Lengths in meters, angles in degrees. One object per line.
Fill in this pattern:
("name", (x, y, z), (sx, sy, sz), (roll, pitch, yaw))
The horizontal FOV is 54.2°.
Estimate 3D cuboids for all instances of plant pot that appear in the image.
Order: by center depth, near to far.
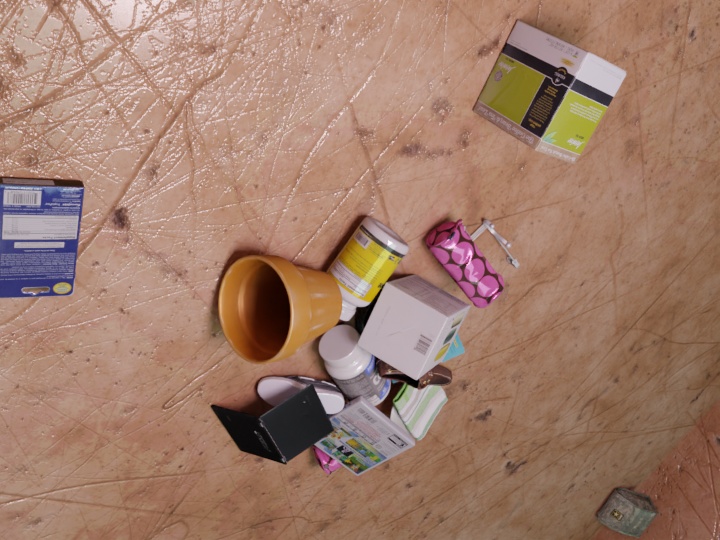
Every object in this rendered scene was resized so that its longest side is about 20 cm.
("plant pot", (-0.139, 0.066, 1.351), (0.183, 0.200, 0.200), (-6, 126, -51))

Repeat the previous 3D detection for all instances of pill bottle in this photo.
("pill bottle", (0.000, 0.000, 1.436), (0.112, 0.112, 0.200), (25, 106, -43))
("pill bottle", (-0.014, 0.216, 1.588), (0.114, 0.114, 0.200), (-36, 136, -6))

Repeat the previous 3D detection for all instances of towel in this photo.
("towel", (0.154, 0.325, 1.764), (0.149, 0.031, 0.200), (-55, 142, -23))

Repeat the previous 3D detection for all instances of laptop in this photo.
("laptop", (-0.191, 0.330, 1.559), (0.116, 0.200, 0.187), (-61, 147, -36))

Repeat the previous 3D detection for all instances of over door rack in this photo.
("over door rack", (0.295, -0.012, 1.665), (0.148, 0.067, 0.200), (-43, 136, 2))

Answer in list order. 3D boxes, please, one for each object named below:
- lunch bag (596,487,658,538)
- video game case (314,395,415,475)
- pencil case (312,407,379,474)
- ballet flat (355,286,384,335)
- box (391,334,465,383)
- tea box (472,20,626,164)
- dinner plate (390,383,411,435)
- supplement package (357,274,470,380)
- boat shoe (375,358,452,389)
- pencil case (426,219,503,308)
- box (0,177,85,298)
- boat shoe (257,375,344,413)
("lunch bag", (1.115, 1.016, 2.958), (0.200, 0.118, 0.164), (20, 114, -12))
("video game case", (-0.003, 0.391, 1.646), (0.182, 0.022, 0.200), (-34, 120, 23))
("pencil case", (-0.028, 0.414, 1.750), (0.200, 0.094, 0.091), (-36, 180, -7))
("ballet flat", (0.029, 0.099, 1.568), (0.066, 0.057, 0.200), (-22, 136, -24))
("box", (0.151, 0.196, 1.688), (0.200, 0.082, 0.049), (-19, 172, -32))
("tea box", (0.360, -0.345, 1.364), (0.133, 0.200, 0.197), (9, 118, -39))
("dinner plate", (0.142, 0.344, 1.802), (0.200, 0.024, 0.200), (-26, 124, -46))
("supplement package", (0.120, 0.115, 1.515), (0.152, 0.151, 0.200), (-65, 162, 14))
("boat shoe", (0.122, 0.234, 1.580), (0.200, 0.070, 0.070), (17, 136, -23))
("pencil case", (0.236, -0.015, 1.546), (0.094, 0.091, 0.200), (-40, 112, 1))
("box", (-0.507, -0.048, 1.105), (0.121, 0.032, 0.200), (-1, 121, -34))
("boat shoe", (-0.134, 0.268, 1.578), (0.200, 0.068, 0.072), (12, 112, -15))
